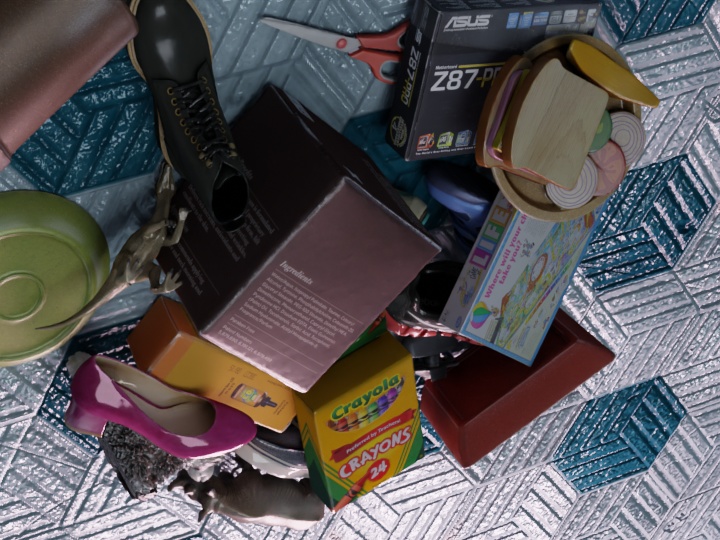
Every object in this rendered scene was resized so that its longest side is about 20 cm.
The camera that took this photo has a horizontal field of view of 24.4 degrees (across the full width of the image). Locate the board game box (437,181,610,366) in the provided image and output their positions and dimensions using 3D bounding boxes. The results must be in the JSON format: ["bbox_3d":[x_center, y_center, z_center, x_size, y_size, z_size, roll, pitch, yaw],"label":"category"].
[{"bbox_3d":[0.171,-0.014,1.715,0.134,0.034,0.202,26,90,-47],"label":"board game box"}]

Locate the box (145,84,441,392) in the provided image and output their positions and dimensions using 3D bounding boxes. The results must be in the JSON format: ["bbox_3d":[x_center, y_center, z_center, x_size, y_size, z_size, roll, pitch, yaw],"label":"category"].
[{"bbox_3d":[-0.068,-0.028,1.583,0.200,0.166,0.164,-46,136,10],"label":"box"}]

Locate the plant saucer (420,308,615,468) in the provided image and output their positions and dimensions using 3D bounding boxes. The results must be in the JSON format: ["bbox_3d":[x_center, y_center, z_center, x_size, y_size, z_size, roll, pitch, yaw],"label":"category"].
[{"bbox_3d":[0.159,0.111,1.820,0.199,0.200,0.037,-36,109,-2],"label":"plant saucer"}]

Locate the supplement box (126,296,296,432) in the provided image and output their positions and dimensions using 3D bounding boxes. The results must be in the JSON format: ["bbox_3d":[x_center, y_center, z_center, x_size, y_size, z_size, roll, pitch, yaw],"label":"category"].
[{"bbox_3d":[-0.141,0.099,1.715,0.199,0.069,0.067,28,110,-39],"label":"supplement box"}]

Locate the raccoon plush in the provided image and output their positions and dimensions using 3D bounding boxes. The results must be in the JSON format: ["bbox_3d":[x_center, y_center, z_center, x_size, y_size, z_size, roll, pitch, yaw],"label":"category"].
[{"bbox_3d":[-0.202,0.146,1.706,0.133,0.097,0.201,-30,134,-16],"label":"raccoon plush"}]

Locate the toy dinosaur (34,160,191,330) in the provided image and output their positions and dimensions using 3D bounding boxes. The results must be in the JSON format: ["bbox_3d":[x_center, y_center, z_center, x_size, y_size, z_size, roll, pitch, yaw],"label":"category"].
[{"bbox_3d":[-0.210,-0.005,1.547,0.058,0.101,0.201,40,79,-29],"label":"toy dinosaur"}]

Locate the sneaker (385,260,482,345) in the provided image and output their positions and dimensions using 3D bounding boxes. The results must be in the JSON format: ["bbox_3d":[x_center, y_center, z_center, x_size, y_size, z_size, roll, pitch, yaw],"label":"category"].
[{"bbox_3d":[0.116,0.034,1.766,0.198,0.072,0.098,6,160,-18],"label":"sneaker"}]

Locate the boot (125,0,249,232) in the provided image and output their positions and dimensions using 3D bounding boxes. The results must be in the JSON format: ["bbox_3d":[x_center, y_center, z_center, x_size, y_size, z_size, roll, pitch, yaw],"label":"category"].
[{"bbox_3d":[-0.142,-0.146,1.470,0.077,0.139,0.201,-24,133,-10],"label":"boot"}]

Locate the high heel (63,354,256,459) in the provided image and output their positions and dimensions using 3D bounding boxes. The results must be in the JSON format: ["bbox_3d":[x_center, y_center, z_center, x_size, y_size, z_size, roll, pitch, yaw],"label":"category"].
[{"bbox_3d":[-0.186,0.126,1.625,0.198,0.068,0.096,13,135,-18],"label":"high heel"}]

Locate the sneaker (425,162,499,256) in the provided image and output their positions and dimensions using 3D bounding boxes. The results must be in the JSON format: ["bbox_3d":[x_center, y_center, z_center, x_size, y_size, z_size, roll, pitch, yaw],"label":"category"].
[{"bbox_3d":[0.130,-0.046,1.751,0.199,0.074,0.082,29,110,-40],"label":"sneaker"}]

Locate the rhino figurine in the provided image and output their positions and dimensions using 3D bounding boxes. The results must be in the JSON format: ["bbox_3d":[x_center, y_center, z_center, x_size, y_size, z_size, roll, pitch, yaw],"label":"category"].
[{"bbox_3d":[-0.123,0.243,1.822,0.198,0.088,0.060,9,119,-35],"label":"rhino figurine"}]

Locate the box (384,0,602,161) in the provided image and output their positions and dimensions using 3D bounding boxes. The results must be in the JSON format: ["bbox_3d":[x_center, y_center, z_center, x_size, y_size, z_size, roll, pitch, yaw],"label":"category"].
[{"bbox_3d":[0.130,-0.196,1.641,0.198,0.049,0.163,-8,126,-31],"label":"box"}]

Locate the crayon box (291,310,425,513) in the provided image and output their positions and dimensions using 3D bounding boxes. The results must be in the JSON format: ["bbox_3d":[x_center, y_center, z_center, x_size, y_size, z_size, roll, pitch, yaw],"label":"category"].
[{"bbox_3d":[-0.003,0.150,1.752,0.126,0.051,0.201,-29,137,-19],"label":"crayon box"}]

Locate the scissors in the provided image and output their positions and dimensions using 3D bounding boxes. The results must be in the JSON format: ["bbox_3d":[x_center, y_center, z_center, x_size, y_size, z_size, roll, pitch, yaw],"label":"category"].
[{"bbox_3d":[-0.010,-0.208,1.582,0.198,0.014,0.074,-5,129,-28],"label":"scissors"}]

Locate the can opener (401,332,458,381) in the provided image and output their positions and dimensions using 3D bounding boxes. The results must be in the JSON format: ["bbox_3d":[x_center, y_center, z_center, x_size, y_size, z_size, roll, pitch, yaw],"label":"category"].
[{"bbox_3d":[0.017,0.102,1.829,0.198,0.053,0.068,-9,97,-24],"label":"can opener"}]

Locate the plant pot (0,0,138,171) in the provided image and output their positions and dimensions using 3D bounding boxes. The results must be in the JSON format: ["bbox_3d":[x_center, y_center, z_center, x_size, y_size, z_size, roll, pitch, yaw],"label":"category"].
[{"bbox_3d":[-0.297,-0.191,1.325,0.198,0.200,0.201,-40,135,-7],"label":"plant pot"}]

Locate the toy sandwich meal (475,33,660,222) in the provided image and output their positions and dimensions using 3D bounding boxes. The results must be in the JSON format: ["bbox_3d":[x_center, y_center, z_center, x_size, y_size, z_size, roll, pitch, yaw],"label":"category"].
[{"bbox_3d":[0.205,-0.138,1.620,0.203,0.070,0.208,-8,107,-27],"label":"toy sandwich meal"}]

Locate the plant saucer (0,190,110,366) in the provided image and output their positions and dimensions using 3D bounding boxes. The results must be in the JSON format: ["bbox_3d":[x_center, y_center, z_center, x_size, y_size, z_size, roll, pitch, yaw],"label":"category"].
[{"bbox_3d":[-0.327,0.018,1.570,0.198,0.031,0.202,-16,131,-19],"label":"plant saucer"}]

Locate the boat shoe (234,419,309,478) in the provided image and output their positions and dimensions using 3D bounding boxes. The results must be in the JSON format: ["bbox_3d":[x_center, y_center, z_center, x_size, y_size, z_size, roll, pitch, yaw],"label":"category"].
[{"bbox_3d":[-0.052,0.177,1.831,0.199,0.075,0.093,18,108,-47],"label":"boat shoe"}]

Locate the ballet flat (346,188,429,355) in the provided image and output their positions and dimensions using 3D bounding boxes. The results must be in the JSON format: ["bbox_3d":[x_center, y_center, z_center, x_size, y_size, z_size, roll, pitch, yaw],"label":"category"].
[{"bbox_3d":[0.000,0.000,1.726,0.069,0.070,0.201,15,114,-37],"label":"ballet flat"}]
